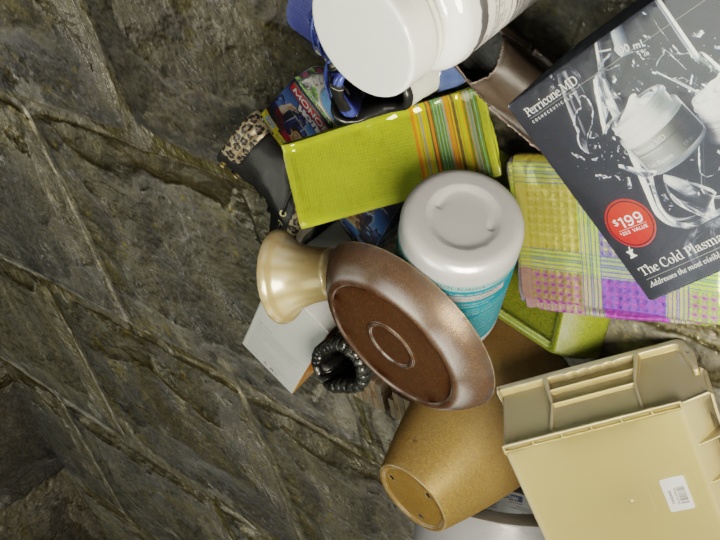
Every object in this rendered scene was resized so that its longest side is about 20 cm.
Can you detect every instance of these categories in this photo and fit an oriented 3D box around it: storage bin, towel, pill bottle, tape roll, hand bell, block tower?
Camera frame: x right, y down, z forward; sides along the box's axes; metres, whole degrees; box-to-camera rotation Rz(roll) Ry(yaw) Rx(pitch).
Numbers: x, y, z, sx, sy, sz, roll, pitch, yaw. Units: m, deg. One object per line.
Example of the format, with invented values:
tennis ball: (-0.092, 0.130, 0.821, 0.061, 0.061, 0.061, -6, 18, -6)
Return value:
storage bin: (0.256, 0.190, 1.005, 0.197, 0.094, 0.201, -18, 115, 18)
towel: (0.213, -0.029, 0.897, 0.199, 0.023, 0.145, 6, 112, 39)
pill bottle: (0.083, 0.005, 0.980, 0.111, 0.111, 0.201, 38, 154, 18)
tape roll: (0.163, 0.301, 1.234, 0.199, 0.199, 0.067, 10, 94, 48)
towel: (0.027, -0.104, 0.971, 0.018, 0.198, 0.087, 13, -116, -76)
hand bell: (0.000, 0.000, 1.115, 0.198, 0.104, 0.105, -4, 125, 26)
block tower: (0.053, 0.155, 1.358, 0.199, 0.058, 0.054, 26, 144, 38)
pill bottle: (0.065, -0.217, 0.764, 0.113, 0.200, 0.114, 33, 147, 26)

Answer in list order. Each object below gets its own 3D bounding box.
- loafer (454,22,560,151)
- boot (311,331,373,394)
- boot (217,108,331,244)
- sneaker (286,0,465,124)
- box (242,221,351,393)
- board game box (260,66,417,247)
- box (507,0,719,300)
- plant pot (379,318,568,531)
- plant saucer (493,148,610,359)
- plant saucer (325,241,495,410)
loafer: (0.122, -0.155, 0.866, 0.200, 0.071, 0.073, 43, 122, 13)
boot: (0.010, 0.097, 1.243, 0.079, 0.158, 0.212, 41, 150, 13)
boot: (-0.107, -0.091, 1.271, 0.151, 0.073, 0.200, 46, 147, 3)
sneaker: (-0.008, -0.203, 0.966, 0.199, 0.115, 0.081, 32, 146, 28)
box: (-0.057, 0.048, 1.310, 0.097, 0.124, 0.200, 44, 150, 8)
board game box: (0.001, -0.118, 1.072, 0.201, 0.062, 0.200, 53, 160, -7)
box: (0.238, -0.107, 0.722, 0.183, 0.104, 0.200, 52, 140, -4)
plant pot: (0.118, 0.183, 1.156, 0.186, 0.200, 0.187, 34, 149, 25)
plant saucer: (0.156, -0.010, 1.034, 0.199, 0.048, 0.201, 34, 147, 25)
plant saucer: (0.036, 0.060, 0.971, 0.199, 0.032, 0.201, 35, 152, 22)
